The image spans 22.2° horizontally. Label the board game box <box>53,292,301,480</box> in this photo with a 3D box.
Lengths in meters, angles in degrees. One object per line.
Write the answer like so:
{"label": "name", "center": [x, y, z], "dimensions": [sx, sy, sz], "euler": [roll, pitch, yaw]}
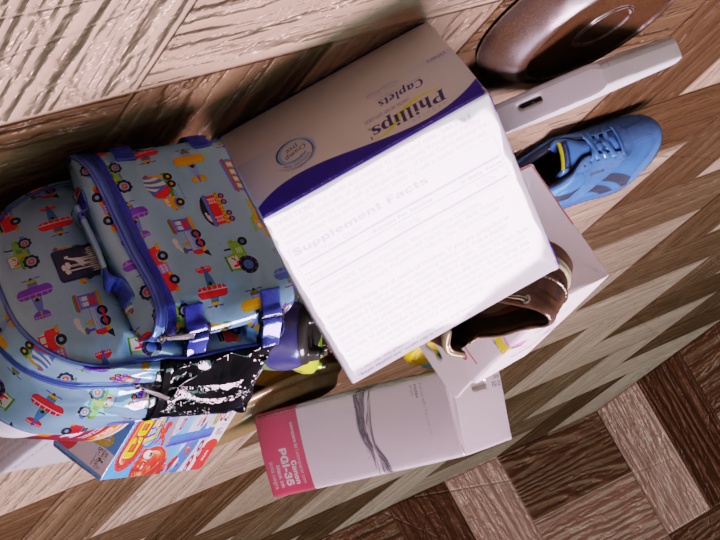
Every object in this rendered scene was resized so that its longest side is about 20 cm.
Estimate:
{"label": "board game box", "center": [-0.149, 0.080, 1.581], "dimensions": [0.200, 0.056, 0.196], "euler": [-58, 162, 9]}

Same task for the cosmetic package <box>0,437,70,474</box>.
{"label": "cosmetic package", "center": [-0.249, 0.121, 1.659], "dimensions": [0.102, 0.074, 0.200], "euler": [-36, 167, 24]}

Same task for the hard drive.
{"label": "hard drive", "center": [0.177, -0.150, 1.524], "dimensions": [0.132, 0.027, 0.200], "euler": [-22, -179, 29]}

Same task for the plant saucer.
{"label": "plant saucer", "center": [0.185, -0.204, 1.453], "dimensions": [0.200, 0.032, 0.200], "euler": [-29, 168, -7]}

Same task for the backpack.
{"label": "backpack", "center": [-0.169, 0.011, 1.212], "dimensions": [0.199, 0.183, 0.135], "euler": [-8, 150, -29]}

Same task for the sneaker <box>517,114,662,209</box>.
{"label": "sneaker", "center": [0.223, -0.109, 1.814], "dimensions": [0.200, 0.066, 0.078], "euler": [-25, 163, -19]}

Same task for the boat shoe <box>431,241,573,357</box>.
{"label": "boat shoe", "center": [0.068, 0.030, 1.449], "dimensions": [0.202, 0.075, 0.075], "euler": [-16, 136, 33]}

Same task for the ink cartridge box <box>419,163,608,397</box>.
{"label": "ink cartridge box", "center": [0.112, 0.014, 1.562], "dimensions": [0.067, 0.117, 0.200], "euler": [-25, 165, -34]}

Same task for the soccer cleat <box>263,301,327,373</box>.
{"label": "soccer cleat", "center": [-0.070, 0.055, 1.566], "dimensions": [0.083, 0.065, 0.200], "euler": [0, 176, 2]}

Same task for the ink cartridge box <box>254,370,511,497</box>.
{"label": "ink cartridge box", "center": [0.024, 0.147, 1.724], "dimensions": [0.199, 0.083, 0.146], "euler": [-15, 176, 22]}

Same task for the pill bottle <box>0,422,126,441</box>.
{"label": "pill bottle", "center": [-0.244, 0.072, 1.390], "dimensions": [0.113, 0.113, 0.200], "euler": [-32, 167, 10]}

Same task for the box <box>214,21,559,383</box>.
{"label": "box", "center": [0.022, -0.048, 1.344], "dimensions": [0.184, 0.105, 0.200], "euler": [-29, 136, -2]}

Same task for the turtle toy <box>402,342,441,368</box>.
{"label": "turtle toy", "center": [0.092, 0.014, 1.712], "dimensions": [0.200, 0.146, 0.101], "euler": [-30, 142, 2]}

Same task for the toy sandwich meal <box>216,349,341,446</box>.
{"label": "toy sandwich meal", "center": [-0.104, 0.112, 1.796], "dimensions": [0.205, 0.070, 0.205], "euler": [-25, 172, -4]}
